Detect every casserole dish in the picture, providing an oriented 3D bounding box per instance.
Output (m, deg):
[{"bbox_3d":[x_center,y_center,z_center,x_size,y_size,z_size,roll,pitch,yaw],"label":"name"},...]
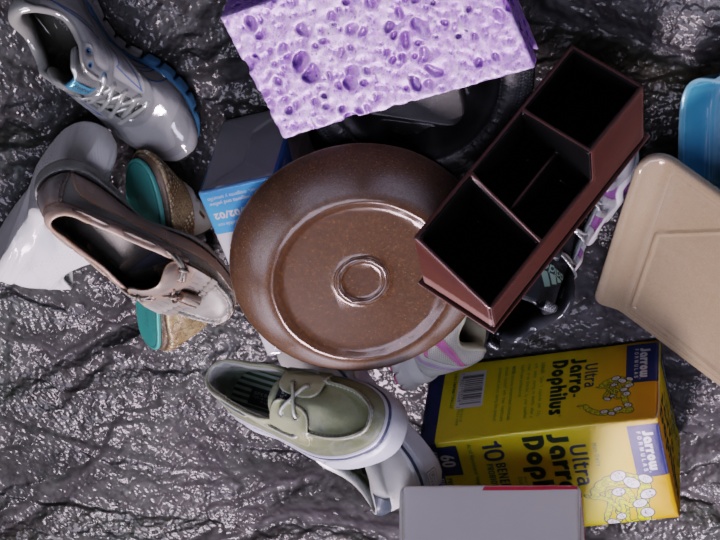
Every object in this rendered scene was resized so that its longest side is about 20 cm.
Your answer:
[{"bbox_3d":[0.301,-0.069,1.532,0.121,0.039,0.200,26,136,37],"label":"casserole dish"}]

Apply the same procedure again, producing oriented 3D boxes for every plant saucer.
[{"bbox_3d":[0.000,0.000,1.529,0.200,0.037,0.201,-2,119,-4],"label":"plant saucer"}]

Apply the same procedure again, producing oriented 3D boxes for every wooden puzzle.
[{"bbox_3d":[0.287,0.015,1.561,0.200,0.037,0.185,34,145,19],"label":"wooden puzzle"}]

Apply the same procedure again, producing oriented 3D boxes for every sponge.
[{"bbox_3d":[0.014,-0.169,1.429,0.199,0.030,0.112,-14,123,19],"label":"sponge"}]

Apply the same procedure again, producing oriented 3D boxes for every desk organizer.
[{"bbox_3d":[0.126,-0.062,1.474,0.072,0.200,0.077,33,163,21],"label":"desk organizer"}]

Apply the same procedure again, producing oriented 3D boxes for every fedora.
[{"bbox_3d":[0.043,-0.170,1.502,0.200,0.092,0.201,5,128,6],"label":"fedora"}]

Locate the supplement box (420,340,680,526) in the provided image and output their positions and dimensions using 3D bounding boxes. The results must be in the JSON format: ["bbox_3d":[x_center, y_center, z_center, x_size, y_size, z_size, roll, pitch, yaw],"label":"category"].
[{"bbox_3d":[0.161,0.143,1.681,0.199,0.110,0.109,-8,122,14],"label":"supplement box"}]

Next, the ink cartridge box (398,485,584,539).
[{"bbox_3d":[0.103,0.250,1.639,0.144,0.085,0.200,0,152,1],"label":"ink cartridge box"}]

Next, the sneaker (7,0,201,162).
[{"bbox_3d":[-0.206,-0.149,1.562,0.075,0.087,0.200,-35,114,25],"label":"sneaker"}]

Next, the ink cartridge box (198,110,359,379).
[{"bbox_3d":[-0.056,-0.015,1.607,0.068,0.115,0.200,-12,121,16],"label":"ink cartridge box"}]

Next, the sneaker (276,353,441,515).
[{"bbox_3d":[-0.018,0.121,1.656,0.071,0.200,0.073,-28,140,-25],"label":"sneaker"}]

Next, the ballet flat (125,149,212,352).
[{"bbox_3d":[-0.153,-0.023,1.655,0.065,0.071,0.200,-22,137,-27],"label":"ballet flat"}]

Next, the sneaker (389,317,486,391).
[{"bbox_3d":[0.048,0.006,1.633,0.088,0.081,0.200,-13,128,16],"label":"sneaker"}]

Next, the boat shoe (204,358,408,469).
[{"bbox_3d":[-0.048,0.112,1.602,0.200,0.072,0.062,6,163,45],"label":"boat shoe"}]

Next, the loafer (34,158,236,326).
[{"bbox_3d":[-0.177,-0.007,1.574,0.072,0.063,0.200,-38,123,23],"label":"loafer"}]

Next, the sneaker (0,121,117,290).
[{"bbox_3d":[-0.229,-0.048,1.645,0.088,0.075,0.200,20,141,-22],"label":"sneaker"}]

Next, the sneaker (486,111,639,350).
[{"bbox_3d":[0.154,-0.019,1.554,0.078,0.140,0.200,24,122,-6],"label":"sneaker"}]
